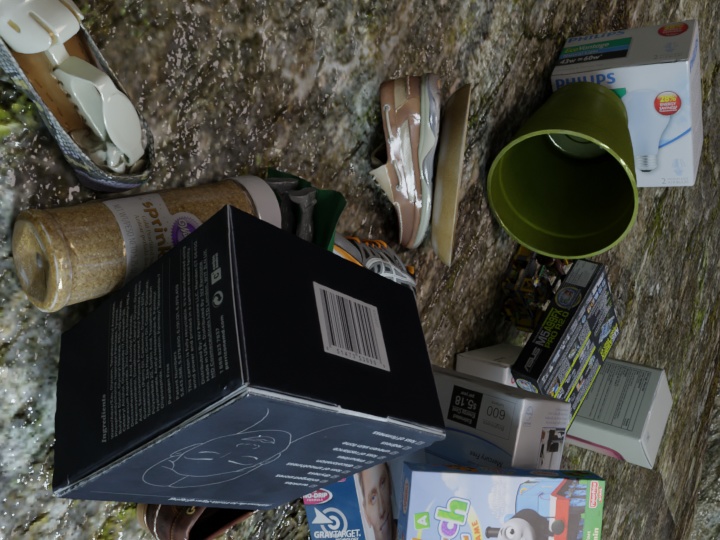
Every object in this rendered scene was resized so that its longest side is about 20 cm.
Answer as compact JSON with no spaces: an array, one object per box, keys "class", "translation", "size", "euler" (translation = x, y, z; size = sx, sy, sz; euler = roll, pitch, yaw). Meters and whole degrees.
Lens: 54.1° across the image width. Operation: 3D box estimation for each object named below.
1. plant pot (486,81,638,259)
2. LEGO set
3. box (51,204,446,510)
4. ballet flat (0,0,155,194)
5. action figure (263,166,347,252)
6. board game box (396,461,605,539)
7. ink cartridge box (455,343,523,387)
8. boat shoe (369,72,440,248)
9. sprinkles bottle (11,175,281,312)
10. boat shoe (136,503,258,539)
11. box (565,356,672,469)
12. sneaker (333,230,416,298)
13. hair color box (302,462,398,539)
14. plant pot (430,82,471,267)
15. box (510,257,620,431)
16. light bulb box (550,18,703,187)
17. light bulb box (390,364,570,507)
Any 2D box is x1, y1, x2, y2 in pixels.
[{"class":"plant pot","translation":[0.296,-0.158,0.986],"size":[0.195,0.196,0.204],"euler":[-59,138,-41]},{"class":"LEGO set","translation":[0.303,0.004,1.068],"size":[0.202,0.114,0.155],"euler":[-54,135,-28]},{"class":"box","translation":[-0.078,0.081,0.504],"size":[0.198,0.194,0.127],"euler":[24,44,-46]},{"class":"ballet flat","translation":[-0.190,-0.136,0.451],"size":[0.072,0.071,0.203],"euler":[-51,133,-31]},{"class":"action figure","translation":[-0.064,0.022,0.634],"size":[0.054,0.117,0.206],"euler":[-11,116,-34]},{"class":"board game box","translation":[0.128,0.264,0.659],"size":[0.194,0.037,0.156],"euler":[6,89,-12]},{"class":"ink cartridge box","translation":[0.195,0.216,1.006],"size":[0.144,0.082,0.206],"euler":[-3,100,-52]},{"class":"boat shoe","translation":[0.045,-0.115,0.757],"size":[0.077,0.069,0.204],"euler":[-84,176,-54]},{"class":"sprinkles bottle","translation":[-0.150,-0.026,0.527],"size":[0.198,0.067,0.070],"euler":[-19,113,-48]},{"class":"boat shoe","translation":[-0.101,0.189,0.637],"size":[0.198,0.069,0.073],"euler":[-25,113,-48]},{"class":"box","translation":[0.395,0.221,1.168],"size":[0.130,0.196,0.110],"euler":[-59,136,-22]},{"class":"sneaker","translation":[0.000,0.000,0.728],"size":[0.200,0.076,0.079],"euler":[41,53,-51]},{"class":"hair color box","translation":[-0.002,0.254,0.691],"size":[0.100,0.059,0.206],"euler":[-27,107,-70]},{"class":"plant pot","translation":[0.101,-0.107,0.799],"size":[0.200,0.027,0.207],"euler":[6,90,-83]},{"class":"box","translation":[0.292,0.111,0.987],"size":[0.202,0.044,0.161],"euler":[-54,136,-21]},{"class":"light bulb box","translation":[0.409,-0.246,1.075],"size":[0.126,0.194,0.203],"euler":[-57,137,-40]},{"class":"light bulb box","translation":[0.110,0.223,0.796],"size":[0.123,0.195,0.206],"euler":[15,86,-48]}]
